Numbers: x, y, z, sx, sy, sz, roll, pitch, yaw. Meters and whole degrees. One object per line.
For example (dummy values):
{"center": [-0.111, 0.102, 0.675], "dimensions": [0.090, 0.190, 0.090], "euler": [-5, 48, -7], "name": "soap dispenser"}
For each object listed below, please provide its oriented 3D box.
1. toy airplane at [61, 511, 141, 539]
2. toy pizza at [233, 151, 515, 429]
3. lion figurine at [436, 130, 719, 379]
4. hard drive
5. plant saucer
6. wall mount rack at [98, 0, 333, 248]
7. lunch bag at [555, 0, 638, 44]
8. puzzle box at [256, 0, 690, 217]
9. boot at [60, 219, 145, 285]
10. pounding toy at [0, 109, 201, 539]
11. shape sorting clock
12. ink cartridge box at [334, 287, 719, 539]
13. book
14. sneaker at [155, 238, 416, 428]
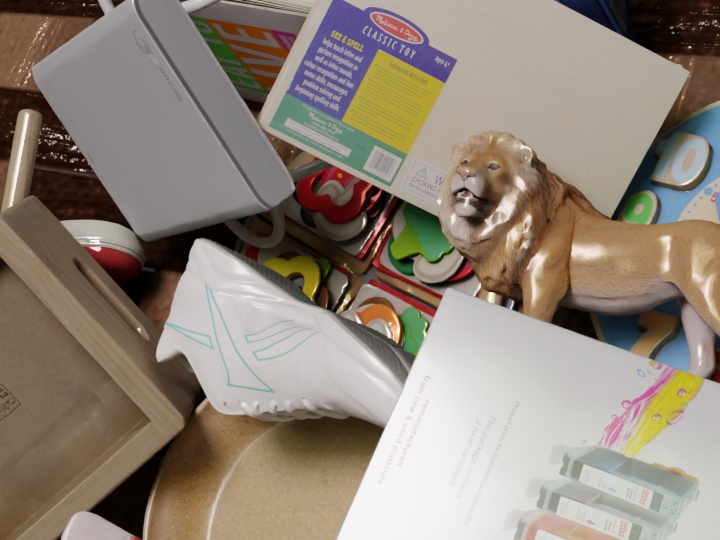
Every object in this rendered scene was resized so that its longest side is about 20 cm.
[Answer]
{"center": [-0.158, 0.219, 0.800], "dimensions": [0.199, 0.141, 0.200], "euler": [-108, 33, -59], "name": "toy airplane"}
{"center": [0.000, 0.000, 0.930], "dimensions": [0.200, 0.032, 0.201], "euler": [-11, 67, 26], "name": "toy pizza"}
{"center": [0.134, -0.001, 0.809], "dimensions": [0.200, 0.072, 0.123], "euler": [10, 77, 8], "name": "lion figurine"}
{"center": [-0.120, -0.084, 0.910], "dimensions": [0.026, 0.132, 0.200], "euler": [-38, 13, -23], "name": "hard drive"}
{"center": [-0.027, 0.143, 0.866], "dimensions": [0.200, 0.035, 0.201], "euler": [-11, 65, 25], "name": "plant saucer"}
{"center": [-0.062, -0.113, 0.909], "dimensions": [0.174, 0.200, 0.075], "euler": [1, 36, 49], "name": "wall mount rack"}
{"center": [0.095, -0.189, 0.944], "dimensions": [0.132, 0.136, 0.200], "euler": [-21, 55, 16], "name": "lunch bag"}
{"center": [0.060, -0.095, 0.853], "dimensions": [0.133, 0.200, 0.025], "euler": [-62, 11, 12], "name": "puzzle box"}
{"center": [-0.224, 0.054, 1.018], "dimensions": [0.200, 0.072, 0.145], "euler": [-19, 57, 25], "name": "boot"}
{"center": [-0.207, 0.041, 0.934], "dimensions": [0.184, 0.200, 0.142], "euler": [-41, 7, 6], "name": "pounding toy"}
{"center": [0.214, -0.010, 0.836], "dimensions": [0.200, 0.039, 0.200], "euler": [-14, 56, 21], "name": "shape sorting clock"}
{"center": [0.111, 0.124, 0.717], "dimensions": [0.200, 0.145, 0.145], "euler": [20, 73, 19], "name": "ink cartridge box"}
{"center": [-0.043, -0.144, 0.994], "dimensions": [0.200, 0.134, 0.048], "euler": [17, 69, 35], "name": "book"}
{"center": [-0.034, 0.053, 0.850], "dimensions": [0.200, 0.070, 0.080], "euler": [28, 89, 41], "name": "sneaker"}
